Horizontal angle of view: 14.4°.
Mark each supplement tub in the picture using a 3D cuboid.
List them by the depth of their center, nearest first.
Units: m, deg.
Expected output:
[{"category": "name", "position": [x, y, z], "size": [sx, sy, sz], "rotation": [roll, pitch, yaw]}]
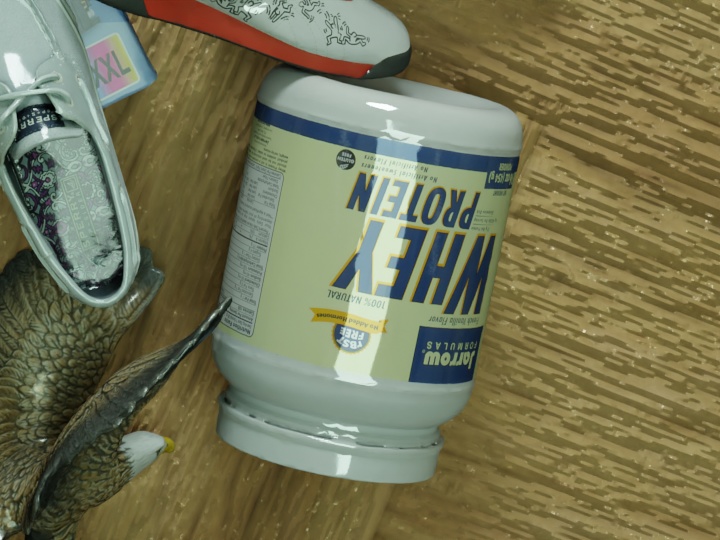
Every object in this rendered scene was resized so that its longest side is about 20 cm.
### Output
[{"category": "supplement tub", "position": [0.000, 0.000, 1.515], "size": [0.144, 0.145, 0.202], "rotation": [9, 98, -12]}]

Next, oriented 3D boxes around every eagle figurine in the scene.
[{"category": "eagle figurine", "position": [-0.150, 0.087, 1.513], "size": [0.151, 0.151, 0.201], "rotation": [13, 110, 10]}]

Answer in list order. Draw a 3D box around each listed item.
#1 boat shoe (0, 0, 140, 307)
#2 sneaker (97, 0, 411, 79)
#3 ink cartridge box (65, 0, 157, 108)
[{"category": "boat shoe", "position": [-0.158, -0.074, 1.432], "size": [0.070, 0.072, 0.202], "rotation": [-23, 106, -6]}, {"category": "sneaker", "position": [-0.045, -0.171, 1.452], "size": [0.200, 0.067, 0.109], "rotation": [14, 111, -25]}, {"category": "ink cartridge box", "position": [-0.210, -0.162, 1.482], "size": [0.136, 0.076, 0.201], "rotation": [-27, 103, -5]}]
